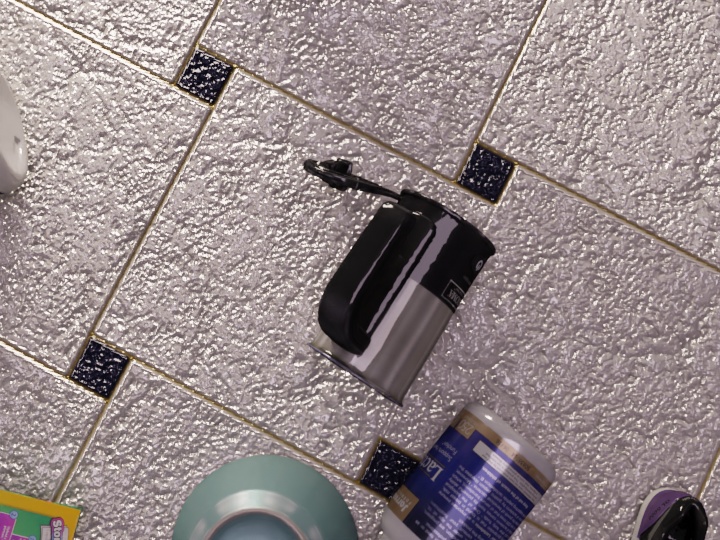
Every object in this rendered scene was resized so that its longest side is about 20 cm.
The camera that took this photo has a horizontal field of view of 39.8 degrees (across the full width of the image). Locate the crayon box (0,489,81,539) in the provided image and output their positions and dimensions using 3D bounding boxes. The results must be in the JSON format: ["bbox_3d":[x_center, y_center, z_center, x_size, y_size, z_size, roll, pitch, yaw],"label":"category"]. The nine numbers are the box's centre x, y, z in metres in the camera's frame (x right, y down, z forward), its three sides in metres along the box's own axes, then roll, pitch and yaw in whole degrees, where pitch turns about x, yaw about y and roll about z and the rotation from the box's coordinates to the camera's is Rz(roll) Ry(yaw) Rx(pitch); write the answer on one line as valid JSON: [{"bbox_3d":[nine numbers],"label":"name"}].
[{"bbox_3d":[-0.355,0.317,0.958,0.117,0.058,0.203,19,61,-16],"label":"crayon box"}]

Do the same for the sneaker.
[{"bbox_3d":[0.292,0.318,0.989,0.074,0.088,0.203,16,84,2],"label":"sneaker"}]

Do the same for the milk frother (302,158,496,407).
[{"bbox_3d":[0.000,0.000,1.021,0.199,0.180,0.190,26,81,47],"label":"milk frother"}]

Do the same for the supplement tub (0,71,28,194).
[{"bbox_3d":[-0.458,-0.130,1.018,0.197,0.145,0.147,-14,83,-2],"label":"supplement tub"}]

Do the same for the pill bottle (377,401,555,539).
[{"bbox_3d":[0.092,0.241,0.985,0.115,0.116,0.201,39,84,5],"label":"pill bottle"}]

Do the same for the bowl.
[{"bbox_3d":[-0.099,0.287,0.986,0.197,0.105,0.205,0,82,0],"label":"bowl"}]
